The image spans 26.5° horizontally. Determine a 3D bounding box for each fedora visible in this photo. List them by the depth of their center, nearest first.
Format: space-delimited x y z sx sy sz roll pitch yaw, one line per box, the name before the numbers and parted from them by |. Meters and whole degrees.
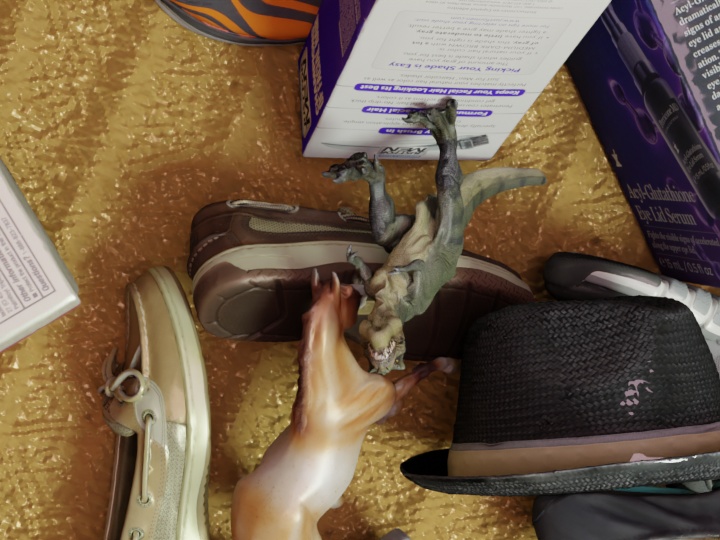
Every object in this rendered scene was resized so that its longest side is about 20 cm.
fedora | 0.112 0.060 0.775 0.200 0.201 0.092 -5 86 -13

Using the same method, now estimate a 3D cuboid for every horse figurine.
horse figurine | -0.021 0.101 0.789 0.050 0.132 0.201 34 100 27

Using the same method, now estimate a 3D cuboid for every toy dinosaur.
toy dinosaur | 0.032 -0.030 0.759 0.200 0.047 0.088 -49 123 -44

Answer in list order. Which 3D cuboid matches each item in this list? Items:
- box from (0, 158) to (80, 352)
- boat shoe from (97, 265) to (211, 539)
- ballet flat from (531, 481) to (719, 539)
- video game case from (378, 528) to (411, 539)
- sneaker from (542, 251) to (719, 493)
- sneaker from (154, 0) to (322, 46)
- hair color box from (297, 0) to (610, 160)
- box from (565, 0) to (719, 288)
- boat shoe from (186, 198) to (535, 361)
box | -0.253 0.009 0.738 0.200 0.109 0.128 -31 100 -9
boat shoe | -0.115 0.099 0.796 0.063 0.073 0.202 -3 101 -17
ballet flat | 0.181 0.140 0.791 0.199 0.073 0.073 -8 97 32
video game case | -0.001 0.270 0.837 0.182 0.023 0.200 -36 111 -9
sneaker | 0.180 0.069 0.861 0.199 0.075 0.116 21 91 -14
sneaker | -0.089 -0.170 0.763 0.199 0.112 0.078 20 89 -14
hair color box | 0.040 -0.120 0.748 0.109 0.200 0.065 0 69 -14
box | 0.193 -0.099 0.816 0.104 0.148 0.201 -28 98 -9
boat shoe | 0.003 -0.004 0.815 0.202 0.075 0.075 9 134 -32
